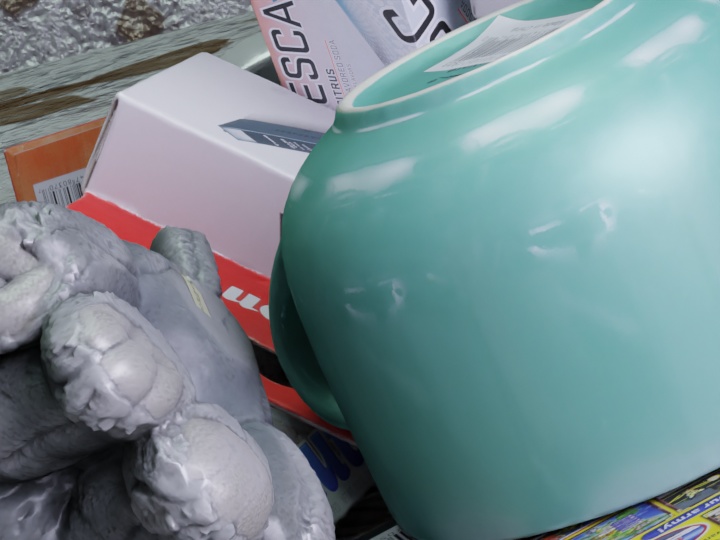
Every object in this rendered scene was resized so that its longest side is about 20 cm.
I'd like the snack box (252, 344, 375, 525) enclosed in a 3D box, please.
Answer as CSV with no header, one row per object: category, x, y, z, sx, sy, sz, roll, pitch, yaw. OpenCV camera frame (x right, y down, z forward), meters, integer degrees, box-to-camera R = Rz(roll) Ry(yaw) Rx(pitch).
snack box,-0.029,0.052,0.931,0.024,0.072,0.200,-37,1,23

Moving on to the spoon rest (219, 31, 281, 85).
spoon rest,0.009,-0.087,1.128,0.200,0.061,0.099,-41,-32,-2

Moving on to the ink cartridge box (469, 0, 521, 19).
ink cartridge box,0.140,-0.178,1.011,0.147,0.145,0.200,-6,7,39

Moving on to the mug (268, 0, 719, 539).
mug,0.041,-0.006,0.787,0.185,0.114,0.152,-21,13,16

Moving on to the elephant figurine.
elephant figurine,-0.118,0.081,0.760,0.200,0.142,0.155,-40,-28,10

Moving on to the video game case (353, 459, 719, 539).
video game case,0.079,0.068,0.733,0.200,0.026,0.181,-27,12,-11

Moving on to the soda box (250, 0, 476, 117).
soda box,0.007,-0.095,1.034,0.068,0.200,0.064,5,43,31

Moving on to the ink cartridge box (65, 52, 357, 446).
ink cartridge box,0.000,0.000,0.950,0.200,0.045,0.176,25,20,8

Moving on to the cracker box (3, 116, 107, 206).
cracker box,-0.058,-0.042,1.287,0.134,0.058,0.200,-17,-5,14
